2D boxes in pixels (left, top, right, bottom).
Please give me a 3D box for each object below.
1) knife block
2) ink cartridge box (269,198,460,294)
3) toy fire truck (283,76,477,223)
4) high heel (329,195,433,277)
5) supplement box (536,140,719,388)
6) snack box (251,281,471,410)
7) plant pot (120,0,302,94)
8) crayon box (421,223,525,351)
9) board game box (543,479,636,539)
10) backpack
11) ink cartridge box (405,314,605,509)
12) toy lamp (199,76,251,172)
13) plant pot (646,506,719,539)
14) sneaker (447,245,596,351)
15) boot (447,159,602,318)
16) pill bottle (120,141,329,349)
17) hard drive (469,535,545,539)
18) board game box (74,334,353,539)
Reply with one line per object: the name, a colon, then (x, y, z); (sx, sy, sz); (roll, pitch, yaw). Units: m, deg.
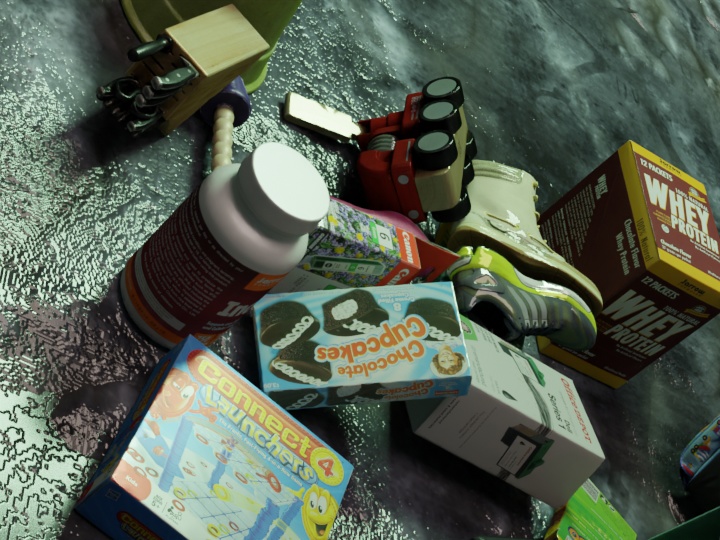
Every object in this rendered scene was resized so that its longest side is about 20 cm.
knife block: (-0.171, -0.207, 1.526); (0.200, 0.176, 0.064); (-42, 90, -17)
ink cartridge box: (0.000, 0.000, 1.585); (0.199, 0.109, 0.051); (22, 42, -34)
toy fire truck: (0.019, -0.140, 1.745); (0.176, 0.199, 0.129); (-79, 157, -51)
high heel: (-0.006, -0.037, 1.644); (0.200, 0.067, 0.096); (36, 26, -9)
supplement box: (0.316, -0.006, 1.859); (0.132, 0.200, 0.198); (25, 40, -29)
snack box: (-0.001, 0.072, 1.486); (0.199, 0.037, 0.117); (-4, 52, -7)
plant pot: (-0.131, -0.328, 1.689); (0.199, 0.190, 0.201); (28, 39, -26)
crayon box: (0.139, 0.009, 1.782); (0.126, 0.052, 0.200); (39, 35, -14)
board game box: (0.241, 0.281, 1.609); (0.096, 0.030, 0.200); (49, 16, 1)
backpack: (0.496, 0.241, 1.846); (0.200, 0.183, 0.135); (24, 22, -52)
ink cartridge box: (0.142, 0.140, 1.602); (0.199, 0.084, 0.146); (29, 23, -25)
toy lamp: (-0.142, -0.131, 1.604); (0.058, 0.058, 0.201); (26, 41, -29)
plant pot: (0.375, 0.381, 1.611); (0.200, 0.141, 0.141); (49, 34, -12)
sneaker: (0.173, 0.051, 1.687); (0.199, 0.074, 0.081); (24, 52, -22)
boot: (0.195, -0.036, 1.775); (0.199, 0.072, 0.155); (29, 38, -13)
pill bottle: (-0.120, -0.022, 1.393); (0.113, 0.200, 0.113); (28, 39, -26)
hard drive: (0.183, 0.356, 1.508); (0.139, 0.033, 0.201); (11, 49, -42)
board game box: (-0.117, 0.185, 1.322); (0.200, 0.056, 0.196); (40, 35, -13)
